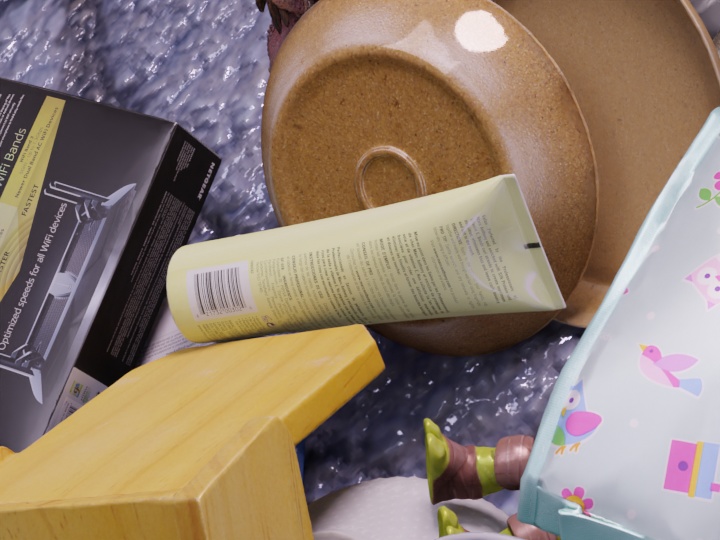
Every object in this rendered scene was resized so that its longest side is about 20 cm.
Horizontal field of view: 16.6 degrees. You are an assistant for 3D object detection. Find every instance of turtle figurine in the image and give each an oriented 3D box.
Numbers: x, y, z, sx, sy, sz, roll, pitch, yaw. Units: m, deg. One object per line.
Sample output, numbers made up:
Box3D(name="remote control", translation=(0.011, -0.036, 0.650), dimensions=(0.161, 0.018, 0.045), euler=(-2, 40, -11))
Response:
Box3D(name="turtle figurine", translation=(0.111, 0.090, 1.116), dimensions=(0.160, 0.065, 0.201), euler=(-7, 64, -3))

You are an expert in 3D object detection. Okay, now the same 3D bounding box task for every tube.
Box3D(name="tube", translation=(0.000, 0.000, 1.211), dimensions=(0.199, 0.058, 0.052), euler=(-9, 72, 29))

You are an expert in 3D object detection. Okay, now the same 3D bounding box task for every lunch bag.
Box3D(name="lunch bag", translation=(0.177, 0.056, 1.015), dimensions=(0.169, 0.122, 0.201), euler=(20, 59, 25))

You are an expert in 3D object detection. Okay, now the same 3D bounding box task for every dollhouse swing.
Box3D(name="dollhouse swing", translation=(-0.078, 0.137, 1.161), dimensions=(0.199, 0.175, 0.183), euler=(-9, 94, 40))

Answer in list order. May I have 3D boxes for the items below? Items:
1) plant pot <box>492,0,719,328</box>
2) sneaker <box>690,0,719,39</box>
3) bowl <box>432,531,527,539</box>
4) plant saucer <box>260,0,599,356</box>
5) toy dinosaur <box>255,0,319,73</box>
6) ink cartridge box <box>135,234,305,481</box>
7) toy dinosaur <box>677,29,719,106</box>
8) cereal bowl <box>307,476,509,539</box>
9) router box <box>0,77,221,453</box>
Box3D(name="plant pot", translation=(0.110, -0.072, 1.208), dimensions=(0.199, 0.027, 0.202), euler=(18, 115, 44))
Box3D(name="sneaker", translation=(0.105, -0.149, 1.287), dimensions=(0.199, 0.115, 0.074), euler=(-11, 54, 37))
Box3D(name="bowl", translation=(0.089, 0.201, 1.004), dimensions=(0.200, 0.105, 0.203), euler=(5, 97, 46))
Box3D(name="plant saucer", translation=(0.024, -0.046, 1.230), dimensions=(0.199, 0.202, 0.035), euler=(-8, 13, 36))
Box3D(name="toy dinosaur", translation=(-0.017, -0.131, 1.325), dimensions=(0.200, 0.134, 0.086), euler=(117, 159, -50))
Box3D(name="ink cartridge box", translation=(-0.101, 0.098, 1.299), dimensions=(0.136, 0.076, 0.201), euler=(-21, 46, 29))
Box3D(name="toy dinosaur", translation=(0.209, -0.110, 1.206), dimensions=(0.200, 0.077, 0.102), euler=(-39, 3, 27))
Box3D(name="cereal bowl", translation=(-0.004, 0.182, 1.149), dimensions=(0.199, 0.083, 0.201), euler=(-22, 48, 26))
Box3D(name="router box", translation=(-0.182, 0.005, 1.305), dimensions=(0.156, 0.052, 0.201), euler=(16, 78, 32))
